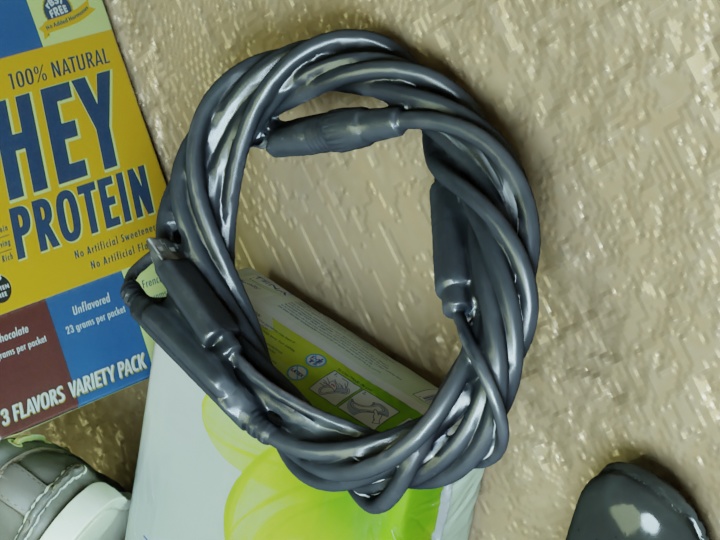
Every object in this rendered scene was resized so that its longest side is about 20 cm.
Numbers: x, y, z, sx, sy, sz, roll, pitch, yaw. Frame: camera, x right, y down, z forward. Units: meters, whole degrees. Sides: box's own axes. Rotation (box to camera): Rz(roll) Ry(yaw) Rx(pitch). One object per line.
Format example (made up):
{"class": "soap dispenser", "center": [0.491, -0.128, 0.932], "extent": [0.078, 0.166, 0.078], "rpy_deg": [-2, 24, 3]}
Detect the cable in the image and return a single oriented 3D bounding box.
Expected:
{"class": "cable", "center": [0.000, 0.000, 0.864], "extent": [0.200, 0.051, 0.163], "rpy_deg": [42, 98, 32]}

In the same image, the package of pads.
{"class": "package of pads", "center": [-0.032, 0.116, 0.968], "extent": [0.154, 0.068, 0.200], "rpy_deg": [32, 125, 31]}

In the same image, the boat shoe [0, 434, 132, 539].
{"class": "boat shoe", "center": [-0.147, 0.117, 1.027], "extent": [0.060, 0.072, 0.202], "rpy_deg": [37, 167, 4]}

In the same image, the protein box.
{"class": "protein box", "center": [-0.203, -0.023, 1.032], "extent": [0.198, 0.135, 0.200], "rpy_deg": [-15, 96, 47]}

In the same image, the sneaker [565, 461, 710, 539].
{"class": "sneaker", "center": [0.090, 0.175, 0.858], "extent": [0.074, 0.088, 0.200], "rpy_deg": [21, 119, 39]}
